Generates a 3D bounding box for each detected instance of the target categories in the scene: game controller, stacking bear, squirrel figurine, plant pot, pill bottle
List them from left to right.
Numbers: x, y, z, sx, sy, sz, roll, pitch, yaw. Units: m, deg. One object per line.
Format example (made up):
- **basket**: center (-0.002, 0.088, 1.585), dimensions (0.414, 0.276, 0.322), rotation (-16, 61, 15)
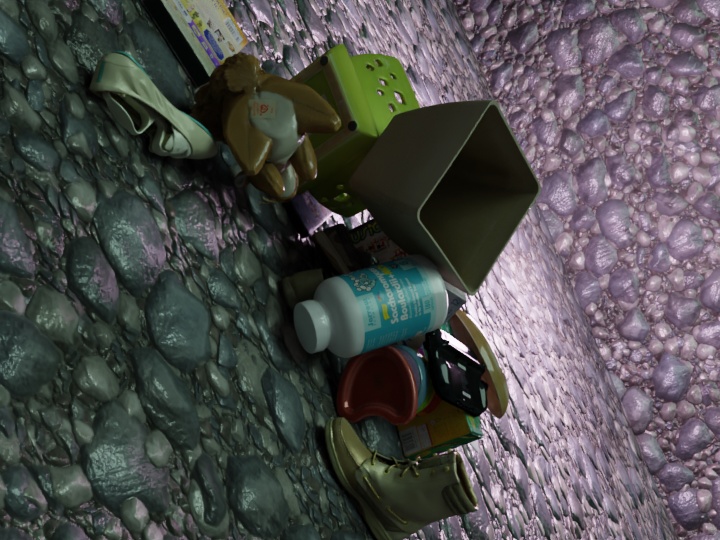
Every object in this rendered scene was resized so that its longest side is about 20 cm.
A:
- **squirrel figurine**: center (-0.135, -0.185, 1.387), dimensions (0.200, 0.141, 0.187), rotation (49, -14, 13)
- **plant pot**: center (-0.027, -0.219, 1.601), dimensions (0.181, 0.199, 0.200), rotation (9, 56, -55)
- **pill bottle**: center (0.012, 0.053, 1.410), dimensions (0.199, 0.111, 0.112), rotation (-16, 79, -26)
- **stacking bear**: center (0.064, 0.169, 1.517), dimensions (0.200, 0.121, 0.115), rotation (18, 73, -63)
- **plant pot**: center (0.107, -0.118, 1.465), dimensions (0.201, 0.176, 0.200), rotation (-55, 137, -15)
- **game controller**: center (0.144, 0.155, 1.548), dimensions (0.200, 0.042, 0.105), rotation (34, 52, -58)
- **plant pot**: center (0.198, 0.150, 1.720), dimensions (0.201, 0.027, 0.200), rotation (63, -7, 14)

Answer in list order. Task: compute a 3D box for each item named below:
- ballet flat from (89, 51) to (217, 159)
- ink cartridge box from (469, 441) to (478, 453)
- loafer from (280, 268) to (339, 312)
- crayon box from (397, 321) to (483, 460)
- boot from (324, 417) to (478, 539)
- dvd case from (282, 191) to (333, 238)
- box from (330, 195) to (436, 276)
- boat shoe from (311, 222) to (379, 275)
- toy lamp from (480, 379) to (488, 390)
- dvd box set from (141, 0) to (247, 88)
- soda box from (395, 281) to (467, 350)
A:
- **ballet flat**: center (-0.252, -0.180, 1.255), dimensions (0.200, 0.069, 0.070), rotation (44, 29, -41)
- **ink cartridge box**: center (0.140, 0.214, 1.763), dimensions (0.116, 0.067, 0.201), rotation (49, 25, -38)
- **loafer**: center (-0.039, 0.053, 1.500), dimensions (0.200, 0.067, 0.077), rotation (31, 39, -57)
- **crayon box**: center (0.107, 0.186, 1.640), dimensions (0.058, 0.118, 0.201), rotation (28, 42, -58)
- **boot**: center (0.054, 0.261, 1.373), dimensions (0.201, 0.155, 0.073), rotation (61, 21, -12)
- **dvd case**: center (-0.092, -0.141, 1.654), dimensions (0.143, 0.017, 0.200), rotation (62, 21, -9)
- **box**: center (0.044, -0.031, 1.604), dimensions (0.035, 0.199, 0.111), rotation (23, 47, -58)
- **boat shoe**: center (0.000, 0.000, 1.559), dimensions (0.200, 0.065, 0.072), rotation (49, -9, 34)
- **toy lamp**: center (0.129, 0.136, 1.709), dimensions (0.200, 0.058, 0.058), rotation (50, 10, 32)
- **dvd box set**: center (-0.239, -0.365, 1.517), dimensions (0.147, 0.029, 0.200), rotation (58, 23, -20)
- **soda box**: center (0.076, 0.071, 1.569), dimensions (0.063, 0.200, 0.069), rotation (30, 34, -19)
